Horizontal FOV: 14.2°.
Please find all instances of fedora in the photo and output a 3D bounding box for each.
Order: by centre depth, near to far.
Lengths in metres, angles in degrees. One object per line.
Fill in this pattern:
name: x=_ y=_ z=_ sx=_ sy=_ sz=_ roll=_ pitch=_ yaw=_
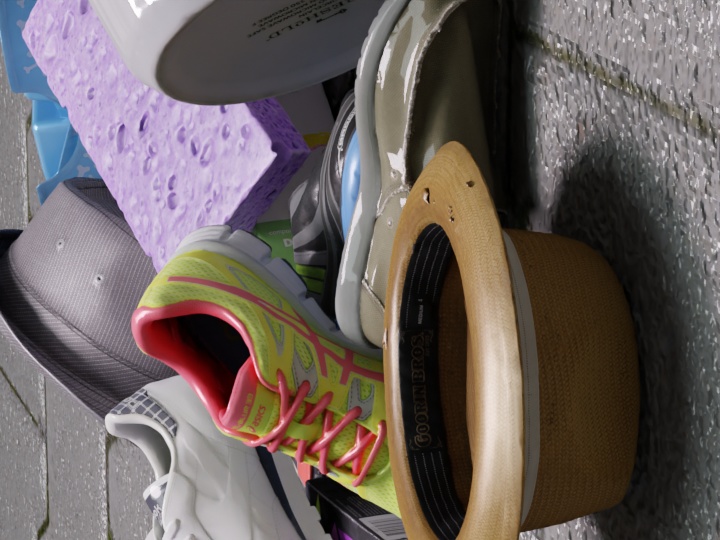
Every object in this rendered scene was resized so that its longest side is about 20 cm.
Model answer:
fedora: x=0.066 y=0.045 z=1.208 sx=0.201 sy=0.081 sz=0.202 roll=180 pitch=90 yaw=-77
fedora: x=-0.125 y=0.014 z=1.660 sx=0.200 sy=0.176 sz=0.091 roll=44 pitch=112 yaw=33

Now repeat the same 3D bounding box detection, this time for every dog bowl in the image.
dog bowl: x=-0.174 y=-0.116 z=1.712 sx=0.112 sy=0.049 sz=0.201 roll=-96 pitch=-1 yaw=-46

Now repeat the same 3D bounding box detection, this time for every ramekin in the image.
ramekin: x=-0.037 y=-0.154 z=1.316 sx=0.095 sy=0.201 sz=0.202 roll=67 pitch=158 yaw=17

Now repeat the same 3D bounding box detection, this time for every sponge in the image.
sponge: x=-0.106 y=-0.095 z=1.525 sx=0.112 sy=0.030 sz=0.200 roll=-54 pitch=55 yaw=33

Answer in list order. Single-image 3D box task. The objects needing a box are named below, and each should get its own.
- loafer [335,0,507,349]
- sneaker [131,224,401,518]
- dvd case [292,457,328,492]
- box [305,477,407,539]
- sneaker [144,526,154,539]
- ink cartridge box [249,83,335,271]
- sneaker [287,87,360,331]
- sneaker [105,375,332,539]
loafer: x=0.041 y=-0.048 z=1.311 sx=0.069 sy=0.075 sz=0.201 roll=27 pitch=125 yaw=33
sneaker: x=-0.028 y=0.064 z=1.372 sx=0.200 sy=0.090 sz=0.078 roll=34 pitch=122 yaw=13
dvd case: x=-0.042 y=0.130 z=1.683 sx=0.146 sy=0.022 sz=0.201 roll=-131 pitch=40 yaw=-63
box: x=0.008 y=0.220 z=1.519 sx=0.143 sy=0.036 sz=0.201 roll=-154 pitch=59 yaw=-70
sneaker: x=-0.105 y=0.219 z=1.770 sx=0.112 sy=0.073 sz=0.201 roll=-130 pitch=24 yaw=-62
ink cartridge box: x=-0.048 y=-0.035 z=1.578 sx=0.117 sy=0.067 sz=0.201 roll=103 pitch=155 yaw=-48
sneaker: x=0.000 y=0.000 z=1.442 sx=0.083 sy=0.070 sz=0.201 roll=-116 pitch=33 yaw=-56
sneaker: x=-0.063 y=0.147 z=1.504 sx=0.201 sy=0.080 sz=0.076 roll=63 pitch=150 yaw=17
